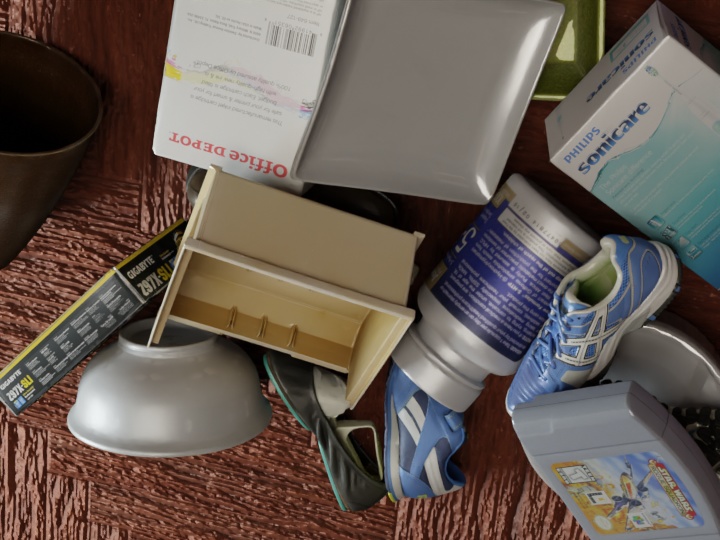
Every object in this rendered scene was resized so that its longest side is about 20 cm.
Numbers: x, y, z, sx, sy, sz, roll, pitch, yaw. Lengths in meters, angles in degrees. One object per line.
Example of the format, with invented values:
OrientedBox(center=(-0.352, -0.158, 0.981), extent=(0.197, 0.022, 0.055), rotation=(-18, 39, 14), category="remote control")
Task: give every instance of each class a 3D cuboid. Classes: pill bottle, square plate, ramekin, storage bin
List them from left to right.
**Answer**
OrientedBox(center=(-0.070, 0.023, 1.316), extent=(0.199, 0.094, 0.199), rotation=(17, 145, -9), category="storage bin")
OrientedBox(center=(0.055, -0.156, 1.265), extent=(0.199, 0.028, 0.199), rotation=(6, 119, -26), category="square plate")
OrientedBox(center=(0.122, 0.024, 1.336), extent=(0.120, 0.120, 0.200), rotation=(39, 100, 0), category="pill bottle")
OrientedBox(center=(0.250, 0.123, 1.371), extent=(0.202, 0.094, 0.203), rotation=(6, 110, 15), category="ramekin")

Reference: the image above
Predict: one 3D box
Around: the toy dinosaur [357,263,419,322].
OrientedBox(center=(0.000, 0.000, 1.422), extent=(0.101, 0.058, 0.200), rotation=(24, 114, 8), category="toy dinosaur")

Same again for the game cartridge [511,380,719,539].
OrientedBox(center=(0.230, 0.177, 1.254), extent=(0.133, 0.042, 0.200), rotation=(-11, 126, 41), category="game cartridge")

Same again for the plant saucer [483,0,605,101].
OrientedBox(center=(0.118, -0.253, 1.299), extent=(0.199, 0.048, 0.201), rotation=(4, 111, 16), category="plant saucer")

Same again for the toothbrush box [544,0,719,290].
OrientedBox(center=(0.277, -0.104, 1.259), extent=(0.200, 0.085, 0.146), rotation=(34, 117, -16), category="toothbrush box")

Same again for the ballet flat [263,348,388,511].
OrientedBox(center=(-0.024, 0.149, 1.485), extent=(0.068, 0.068, 0.200), rotation=(-23, 112, 13), category="ballet flat")

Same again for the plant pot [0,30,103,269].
OrientedBox(center=(-0.363, -0.099, 1.445), extent=(0.187, 0.187, 0.200), rotation=(28, 130, 5), category="plant pot")

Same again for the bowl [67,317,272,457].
OrientedBox(center=(-0.185, 0.101, 1.438), extent=(0.200, 0.201, 0.091), rotation=(5, 107, 15), category="bowl")

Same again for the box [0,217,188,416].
OrientedBox(center=(-0.255, 0.044, 1.458), extent=(0.200, 0.160, 0.049), rotation=(-39, 92, 26), category="box")

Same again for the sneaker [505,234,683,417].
OrientedBox(center=(0.182, 0.046, 1.261), extent=(0.077, 0.076, 0.200), rotation=(22, 112, -37), category="sneaker")

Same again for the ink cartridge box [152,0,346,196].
OrientedBox(center=(-0.081, -0.194, 1.327), extent=(0.147, 0.145, 0.201), rotation=(18, 113, 10), category="ink cartridge box")

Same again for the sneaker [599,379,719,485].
OrientedBox(center=(0.277, 0.166, 1.300), extent=(0.199, 0.078, 0.090), rotation=(22, 134, 9), category="sneaker")

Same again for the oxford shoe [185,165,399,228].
OrientedBox(center=(-0.060, -0.051, 1.354), extent=(0.199, 0.084, 0.073), rotation=(6, 108, -9), category="oxford shoe")

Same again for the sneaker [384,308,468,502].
OrientedBox(center=(0.065, 0.131, 1.445), extent=(0.082, 0.074, 0.201), rotation=(2, 112, 8), category="sneaker")
